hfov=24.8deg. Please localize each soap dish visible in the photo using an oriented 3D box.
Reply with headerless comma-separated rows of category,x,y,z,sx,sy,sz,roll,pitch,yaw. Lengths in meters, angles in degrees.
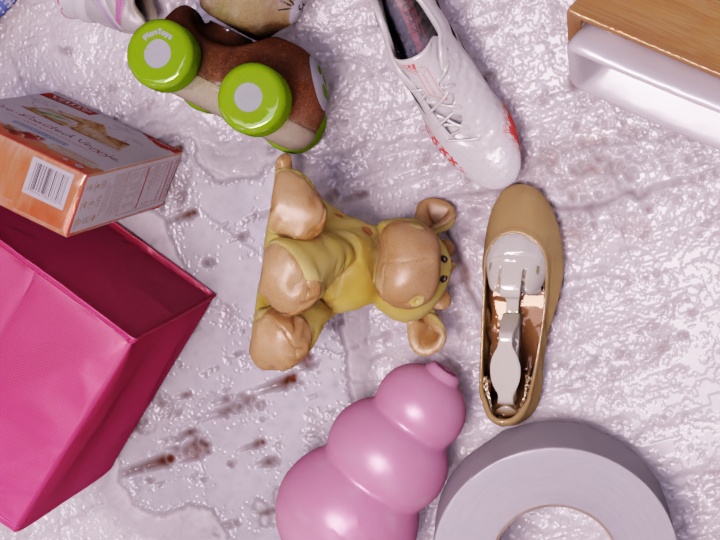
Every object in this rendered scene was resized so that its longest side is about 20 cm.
soap dish,0.253,-0.153,1.229,0.199,0.157,0.082,25,88,11

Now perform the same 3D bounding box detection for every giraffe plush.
giraffe plush,0.000,0.000,1.326,0.161,0.200,0.174,8,108,-4

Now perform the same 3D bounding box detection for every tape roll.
tape roll,0.158,0.228,1.343,0.198,0.066,0.202,1,104,5

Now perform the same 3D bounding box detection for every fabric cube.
fabric cube,-0.277,0.061,1.389,0.199,0.196,0.200,35,107,8

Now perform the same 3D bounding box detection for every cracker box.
cracker box,-0.247,-0.092,1.351,0.133,0.200,0.058,25,104,10

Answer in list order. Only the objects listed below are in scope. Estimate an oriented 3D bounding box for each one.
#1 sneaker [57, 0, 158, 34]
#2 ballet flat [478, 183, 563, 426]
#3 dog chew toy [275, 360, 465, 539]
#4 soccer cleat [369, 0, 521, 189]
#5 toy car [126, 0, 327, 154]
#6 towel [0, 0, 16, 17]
sneaker,-0.175,-0.285,1.365,0.088,0.081,0.201,28,114,8
ballet flat,0.129,0.032,1.338,0.068,0.063,0.202,3,100,15
dog chew toy,0.016,0.164,1.369,0.124,0.124,0.201,35,99,7
soccer cleat,0.063,-0.152,1.312,0.068,0.085,0.201,-27,91,18
toy car,-0.073,-0.212,1.313,0.157,0.164,0.201,26,93,10
towel,-0.345,-0.274,1.386,0.144,0.024,0.200,38,74,5
